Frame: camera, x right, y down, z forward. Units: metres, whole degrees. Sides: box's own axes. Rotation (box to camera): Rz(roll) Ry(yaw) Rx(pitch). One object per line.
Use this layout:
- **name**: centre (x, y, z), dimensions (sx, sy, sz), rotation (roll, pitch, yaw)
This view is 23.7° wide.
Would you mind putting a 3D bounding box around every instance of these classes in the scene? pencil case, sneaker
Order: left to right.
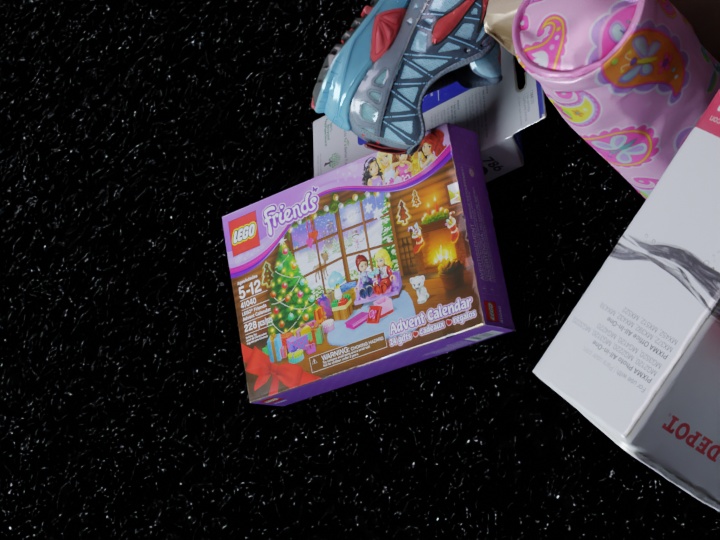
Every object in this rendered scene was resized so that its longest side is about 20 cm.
- **sneaker**: centre (0.059, -0.159, 1.094), dimensions (0.200, 0.095, 0.079), rotation (-53, -1, -2)
- **pencil case**: centre (0.164, -0.097, 0.960), dimensions (0.087, 0.200, 0.088), rotation (-18, 57, 30)

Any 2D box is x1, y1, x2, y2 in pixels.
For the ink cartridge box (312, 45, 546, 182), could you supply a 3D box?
- **ink cartridge box**: centre (0.052, -0.096, 1.185), dimensions (0.200, 0.039, 0.100), rotation (-25, 51, 33)

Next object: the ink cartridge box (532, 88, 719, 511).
- **ink cartridge box**: centre (0.203, 0.015, 0.893), dimensions (0.200, 0.145, 0.083), rotation (-56, 43, 2)

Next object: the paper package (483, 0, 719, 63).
- **paper package**: centre (0.192, -0.220, 1.020), dimensions (0.199, 0.103, 0.191), rotation (-7, 62, 42)

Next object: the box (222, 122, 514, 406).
- **box**: centre (0.000, 0.000, 1.147), dimensions (0.199, 0.039, 0.137), rotation (-21, 71, 34)
